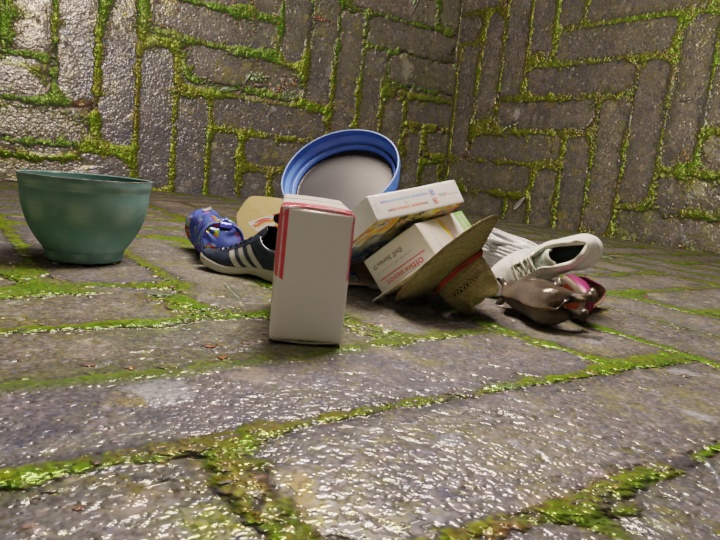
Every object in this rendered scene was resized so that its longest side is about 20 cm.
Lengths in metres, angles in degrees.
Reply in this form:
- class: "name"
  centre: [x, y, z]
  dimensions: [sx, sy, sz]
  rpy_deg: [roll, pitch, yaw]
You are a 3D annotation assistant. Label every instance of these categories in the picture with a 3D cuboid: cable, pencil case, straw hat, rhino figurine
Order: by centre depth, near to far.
- class: "straw hat"
  centre: [0.150, 0.015, 0.898]
  dimensions: [0.085, 0.201, 0.201]
  rpy_deg: [52, 24, 12]
- class: "rhino figurine"
  centre: [0.257, 0.039, 0.935]
  dimensions: [0.087, 0.060, 0.200]
  rpy_deg: [-5, 8, -13]
- class: "pencil case"
  centre: [-0.276, -0.069, 1.181]
  dimensions: [0.077, 0.088, 0.200]
  rpy_deg: [6, 9, -25]
- class: "cable"
  centre: [0.306, -0.033, 1.303]
  dimensions: [0.199, 0.070, 0.200]
  rpy_deg: [20, 14, 6]

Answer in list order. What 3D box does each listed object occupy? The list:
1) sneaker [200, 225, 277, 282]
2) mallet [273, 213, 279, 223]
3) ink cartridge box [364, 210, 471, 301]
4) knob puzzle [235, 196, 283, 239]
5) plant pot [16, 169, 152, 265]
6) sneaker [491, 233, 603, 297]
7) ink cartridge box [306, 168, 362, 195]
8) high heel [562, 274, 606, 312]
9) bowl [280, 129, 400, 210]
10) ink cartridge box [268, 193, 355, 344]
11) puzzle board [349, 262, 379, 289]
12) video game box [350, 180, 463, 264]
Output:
- class: "sneaker"
  centre: [-0.173, -0.034, 1.030]
  dimensions: [0.198, 0.085, 0.075]
  rpy_deg: [9, 10, 22]
- class: "mallet"
  centre: [-0.090, -0.066, 1.048]
  dimensions: [0.066, 0.041, 0.200]
  rpy_deg: [22, 0, 35]
- class: "ink cartridge box"
  centre: [0.089, -0.025, 0.973]
  dimensions: [0.117, 0.068, 0.200]
  rpy_deg: [-36, -9, 34]
- class: "knob puzzle"
  centre: [-0.154, -0.080, 1.221]
  dimensions: [0.218, 0.031, 0.220]
  rpy_deg: [11, 38, -9]
- class: "plant pot"
  centre: [-0.441, -0.084, 1.011]
  dimensions: [0.198, 0.135, 0.200]
  rpy_deg: [6, 8, -1]
- class: "sneaker"
  centre: [0.284, -0.013, 1.018]
  dimensions: [0.199, 0.071, 0.080]
  rpy_deg: [-25, -15, 27]
- class: "ink cartridge box"
  centre: [-0.013, -0.107, 1.158]
  dimensions: [0.146, 0.083, 0.200]
  rpy_deg: [26, 5, 33]
- class: "high heel"
  centre: [0.359, 0.035, 0.983]
  dimensions: [0.095, 0.068, 0.200]
  rpy_deg: [-4, 5, 5]
- class: "bowl"
  centre: [-0.030, -0.151, 1.035]
  dimensions: [0.199, 0.039, 0.202]
  rpy_deg: [-9, 50, 11]
- class: "ink cartridge box"
  centre: [-0.061, -0.010, 0.753]
  dimensions: [0.084, 0.147, 0.200]
  rpy_deg: [5, 10, -9]
- class: "puzzle board"
  centre: [0.000, 0.000, 1.083]
  dimensions: [0.198, 0.018, 0.151]
  rpy_deg: [3, 20, -13]
- class: "video game box"
  centre: [0.034, -0.066, 0.990]
  dimensions: [0.181, 0.047, 0.200]
  rpy_deg: [-19, -11, -37]
